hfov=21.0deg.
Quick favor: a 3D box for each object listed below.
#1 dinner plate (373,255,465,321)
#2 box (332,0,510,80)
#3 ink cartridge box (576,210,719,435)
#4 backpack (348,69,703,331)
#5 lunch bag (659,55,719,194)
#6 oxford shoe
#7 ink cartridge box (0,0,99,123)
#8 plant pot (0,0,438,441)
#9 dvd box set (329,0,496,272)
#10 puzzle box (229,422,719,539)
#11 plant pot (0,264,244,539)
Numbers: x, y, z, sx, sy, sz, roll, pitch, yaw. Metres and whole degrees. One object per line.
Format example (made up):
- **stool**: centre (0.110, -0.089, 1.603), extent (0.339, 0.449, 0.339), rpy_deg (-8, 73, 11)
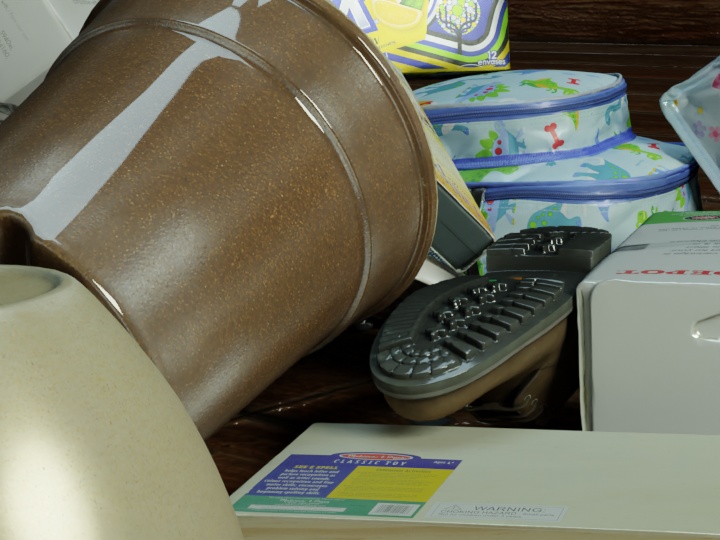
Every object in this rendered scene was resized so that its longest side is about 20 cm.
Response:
- **dinner plate**: centre (0.000, 0.000, 1.033), extent (0.200, 0.024, 0.200), rpy_deg (20, -7, 3)
- **box**: centre (-0.012, -0.150, 1.209), extent (0.200, 0.064, 0.070), rpy_deg (-4, 2, -13)
- **ink cartridge box**: centre (0.192, 0.026, 0.921), extent (0.146, 0.084, 0.200), rpy_deg (1, 11, 19)
- **backpack**: centre (0.103, -0.045, 1.162), extent (0.200, 0.147, 0.183), rpy_deg (5, 15, 26)
- **lunch bag**: centre (0.294, -0.054, 1.118), extent (0.170, 0.200, 0.127), rpy_deg (-17, -21, -48)
- **oxford shoe**: centre (0.068, 0.040, 0.884), extent (0.073, 0.084, 0.200), rpy_deg (6, 16, 30)
- **ink cartridge box**: centre (-0.204, -0.125, 1.132), extent (0.200, 0.067, 0.116), rpy_deg (-34, -3, 17)
- **plant pot**: centre (-0.099, -0.008, 0.851), extent (0.200, 0.200, 0.198), rpy_deg (4, 32, 31)
- **dvd box set**: centre (-0.007, -0.097, 1.015), extent (0.029, 0.146, 0.200), rpy_deg (-41, 33, 11)
- **puzzle box**: centre (0.055, 0.091, 0.769), extent (0.200, 0.025, 0.133), rpy_deg (0, 11, 17)
- **plant pot**: centre (-0.134, 0.072, 0.631), extent (0.200, 0.135, 0.200), rpy_deg (-3, 10, 1)
